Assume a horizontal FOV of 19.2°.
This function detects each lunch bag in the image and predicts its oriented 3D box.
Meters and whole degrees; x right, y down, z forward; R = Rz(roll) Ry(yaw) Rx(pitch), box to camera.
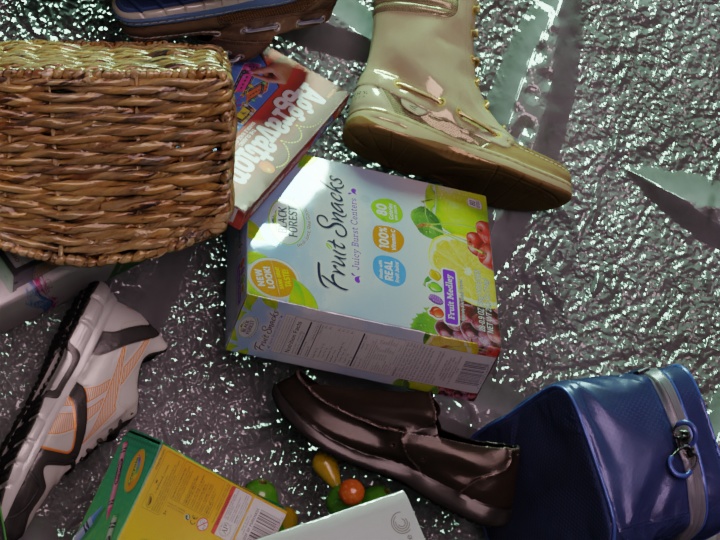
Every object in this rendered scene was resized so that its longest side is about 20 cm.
[{"bbox_3d":[0.186,0.151,1.573,0.131,0.200,0.137,-8,75,-30],"label":"lunch bag"}]

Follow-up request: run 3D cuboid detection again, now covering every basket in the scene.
[{"bbox_3d":[-0.185,-0.084,1.498,0.198,0.149,0.144,-1,103,-6],"label":"basket"}]

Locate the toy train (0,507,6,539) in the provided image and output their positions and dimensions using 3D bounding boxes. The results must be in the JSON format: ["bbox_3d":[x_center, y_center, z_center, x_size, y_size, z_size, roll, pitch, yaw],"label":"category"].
[{"bbox_3d":[-0.273,0.137,1.472,0.041,0.057,0.201,-3,46,-19],"label":"toy train"}]

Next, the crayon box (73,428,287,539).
[{"bbox_3d":[-0.148,0.228,1.475,0.118,0.058,0.201,32,79,-31],"label":"crayon box"}]

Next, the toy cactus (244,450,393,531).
[{"bbox_3d":[-0.009,0.235,1.554,0.199,0.102,0.166,32,75,-15],"label":"toy cactus"}]

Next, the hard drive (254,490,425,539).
[{"bbox_3d":[-0.035,0.241,1.446,0.198,0.027,0.133,-16,71,-22],"label":"hard drive"}]

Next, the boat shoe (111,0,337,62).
[{"bbox_3d":[-0.097,-0.198,1.636,0.198,0.073,0.072,-15,40,-25],"label":"boat shoe"}]

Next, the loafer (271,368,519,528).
[{"bbox_3d":[0.031,0.116,1.565,0.199,0.073,0.072,26,96,0],"label":"loafer"}]

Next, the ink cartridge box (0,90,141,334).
[{"bbox_3d":[-0.261,-0.042,1.559,0.199,0.084,0.146,-28,82,-23],"label":"ink cartridge box"}]

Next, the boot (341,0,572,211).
[{"bbox_3d":[0.089,-0.142,1.712,0.198,0.073,0.157,18,63,-15],"label":"boot"}]

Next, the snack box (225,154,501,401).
[{"bbox_3d":[0.000,0.000,1.605,0.198,0.068,0.170,11,43,-13],"label":"snack box"}]

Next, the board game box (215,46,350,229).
[{"bbox_3d":[-0.091,-0.110,1.613,0.102,0.020,0.200,31,38,5],"label":"board game box"}]

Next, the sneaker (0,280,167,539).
[{"bbox_3d":[-0.205,0.109,1.536,0.080,0.074,0.201,32,71,-18],"label":"sneaker"}]
